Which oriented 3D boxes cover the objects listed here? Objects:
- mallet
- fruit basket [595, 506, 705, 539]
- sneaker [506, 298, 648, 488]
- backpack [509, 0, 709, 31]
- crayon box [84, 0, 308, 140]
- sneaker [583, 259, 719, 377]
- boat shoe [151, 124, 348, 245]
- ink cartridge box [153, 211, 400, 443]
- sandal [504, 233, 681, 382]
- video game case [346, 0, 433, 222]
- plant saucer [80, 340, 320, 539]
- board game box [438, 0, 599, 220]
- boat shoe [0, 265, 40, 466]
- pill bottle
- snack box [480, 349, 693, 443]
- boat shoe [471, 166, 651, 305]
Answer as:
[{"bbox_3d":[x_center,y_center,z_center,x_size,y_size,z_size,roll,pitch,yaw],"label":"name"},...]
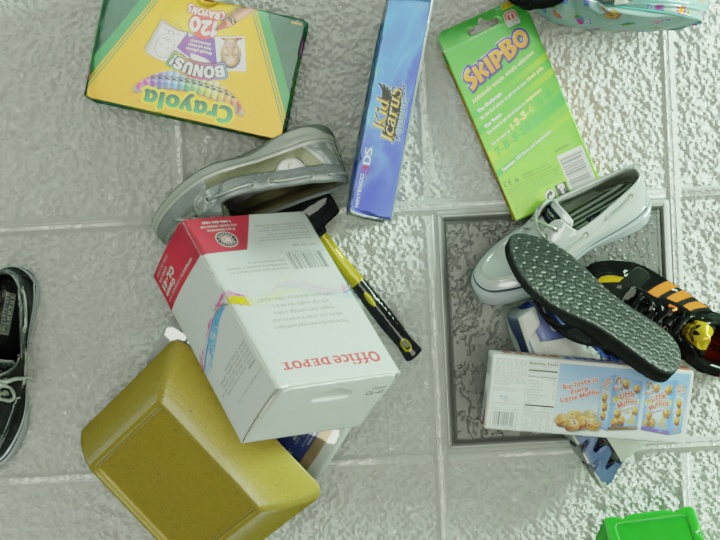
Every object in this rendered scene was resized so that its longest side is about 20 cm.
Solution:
[{"bbox_3d":[0.000,0.000,1.485,0.200,0.041,0.066,45,93,-6],"label":"mallet"},{"bbox_3d":[0.283,0.359,1.442,0.154,0.216,0.218,-7,92,0],"label":"fruit basket"},{"bbox_3d":[0.233,0.101,1.476,0.115,0.081,0.201,-31,99,-4],"label":"sneaker"},{"bbox_3d":[0.241,-0.293,1.432,0.198,0.167,0.128,0,102,-14],"label":"backpack"},{"bbox_3d":[-0.159,-0.204,1.462,0.198,0.058,0.120,12,91,-2],"label":"crayon box"},{"bbox_3d":[0.304,0.047,1.453,0.199,0.090,0.070,27,90,-12],"label":"sneaker"},{"bbox_3d":[-0.108,-0.070,1.445,0.200,0.074,0.065,-25,64,6],"label":"boat shoe"},{"bbox_3d":[-0.079,0.048,1.366,0.086,0.147,0.201,-54,54,37],"label":"ink cartridge box"},{"bbox_3d":[0.209,0.043,1.408,0.200,0.075,0.048,38,131,-1],"label":"sandal"},{"bbox_3d":[0.024,-0.148,1.406,0.045,0.181,0.202,11,91,0],"label":"video game case"},{"bbox_3d":[-0.167,0.194,1.421,0.200,0.048,0.200,47,128,-1],"label":"plant saucer"},{"bbox_3d":[0.156,-0.160,1.486,0.095,0.030,0.202,-24,95,-2],"label":"board game box"},{"bbox_3d":[-0.353,0.096,1.460,0.073,0.068,0.201,14,91,-1],"label":"boat shoe"},{"bbox_3d":[-0.102,0.110,1.445,0.199,0.111,0.112,32,91,-2],"label":"pill bottle"},{"bbox_3d":[0.216,0.121,1.423,0.198,0.024,0.073,5,96,-8],"label":"snack box"},{"bbox_3d":[0.191,-0.043,1.461,0.199,0.067,0.074,-31,49,-10],"label":"boat shoe"}]
